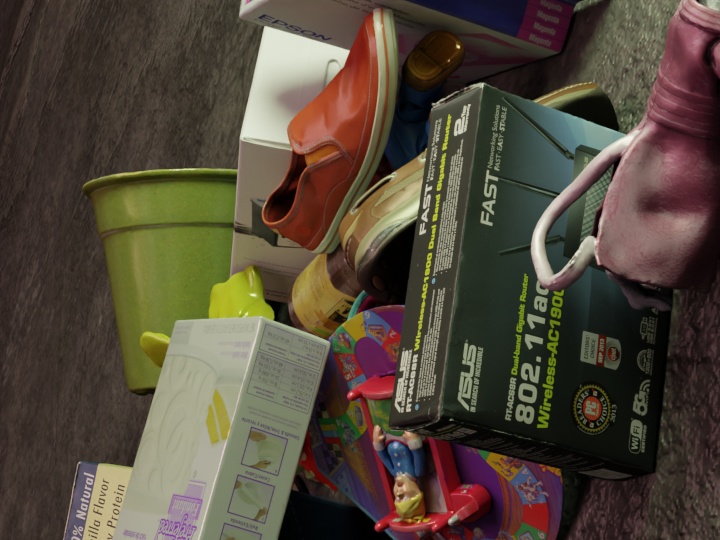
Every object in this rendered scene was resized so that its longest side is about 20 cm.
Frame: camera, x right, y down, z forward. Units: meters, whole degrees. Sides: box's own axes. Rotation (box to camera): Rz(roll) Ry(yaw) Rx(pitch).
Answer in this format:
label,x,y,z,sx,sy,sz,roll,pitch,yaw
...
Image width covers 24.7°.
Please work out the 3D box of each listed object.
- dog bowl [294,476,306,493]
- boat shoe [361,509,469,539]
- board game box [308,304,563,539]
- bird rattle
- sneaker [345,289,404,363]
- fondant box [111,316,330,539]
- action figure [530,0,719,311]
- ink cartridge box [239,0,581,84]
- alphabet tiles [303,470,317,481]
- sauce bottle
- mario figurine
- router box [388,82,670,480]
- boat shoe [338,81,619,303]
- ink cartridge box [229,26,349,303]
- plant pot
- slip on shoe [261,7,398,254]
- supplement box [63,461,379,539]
label,x,y,z,sx,sy,sz,roll,pitch,yaw
dog bowl,-0.114,0.260,1.389,0.200,0.073,0.202,-44,38,49
boat shoe,0.025,0.150,1.147,0.200,0.073,0.066,-3,70,64
board game box,0.034,0.122,1.036,0.200,0.039,0.159,40,128,19
bird rattle,-0.073,0.102,1.323,0.200,0.112,0.164,45,161,19
sneaker,0.042,0.036,1.114,0.084,0.120,0.200,-70,24,11
fondant box,-0.100,0.135,1.096,0.144,0.058,0.202,-6,67,61
action figure,0.174,-0.090,0.884,0.134,0.147,0.202,-109,27,-60
ink cartridge box,0.040,-0.187,1.155,0.200,0.194,0.044,-7,71,65
alphabet tiles,-0.015,0.068,1.351,0.202,0.014,0.196,-67,25,20
sauce bottle,0.000,0.000,1.231,0.200,0.064,0.065,136,143,-65
mario figurine,0.054,-0.101,1.207,0.200,0.105,0.125,125,153,-65
router box,0.105,0.009,0.958,0.062,0.148,0.202,-19,60,60
boat shoe,0.070,-0.062,1.051,0.199,0.076,0.074,-32,41,-9
ink cartridge box,-0.051,-0.091,1.334,0.201,0.085,0.148,98,-179,-54
plant pot,-0.154,0.017,1.510,0.200,0.198,0.192,-17,74,62
slip on shoe,-0.019,-0.096,1.153,0.075,0.061,0.201,-96,24,-48
supplement box,-0.114,0.258,1.217,0.198,0.134,0.202,2,76,34
